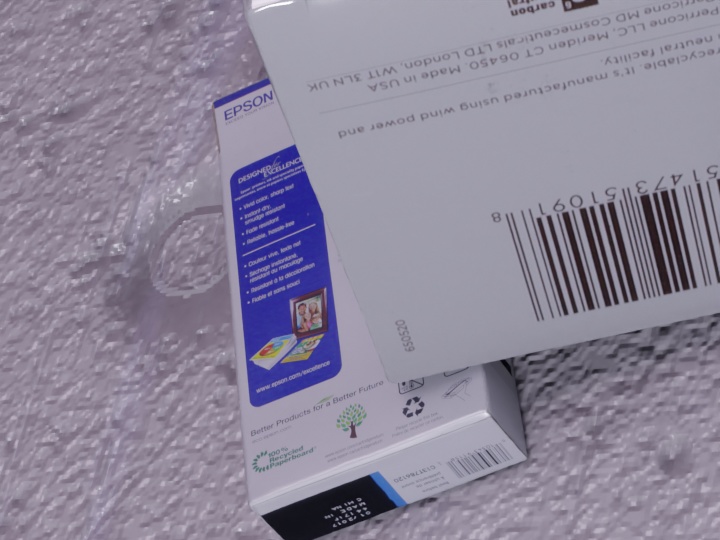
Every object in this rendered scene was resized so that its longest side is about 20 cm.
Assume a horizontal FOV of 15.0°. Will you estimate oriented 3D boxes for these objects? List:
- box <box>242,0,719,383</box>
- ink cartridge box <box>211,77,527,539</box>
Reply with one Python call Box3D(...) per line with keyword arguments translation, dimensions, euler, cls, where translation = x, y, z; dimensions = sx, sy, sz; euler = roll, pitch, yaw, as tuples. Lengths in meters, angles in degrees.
Box3D(translation=(0.076, -0.087, 0.908), dimensions=(0.198, 0.200, 0.131), euler=(-13, 49, 7), cls="box")
Box3D(translation=(0.000, 0.000, 1.030), dimensions=(0.099, 0.039, 0.201), euler=(-22, 49, 18), cls="ink cartridge box")
